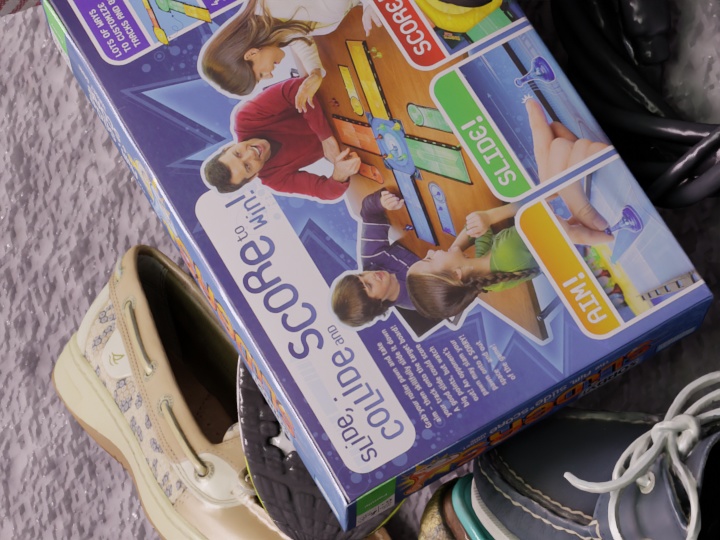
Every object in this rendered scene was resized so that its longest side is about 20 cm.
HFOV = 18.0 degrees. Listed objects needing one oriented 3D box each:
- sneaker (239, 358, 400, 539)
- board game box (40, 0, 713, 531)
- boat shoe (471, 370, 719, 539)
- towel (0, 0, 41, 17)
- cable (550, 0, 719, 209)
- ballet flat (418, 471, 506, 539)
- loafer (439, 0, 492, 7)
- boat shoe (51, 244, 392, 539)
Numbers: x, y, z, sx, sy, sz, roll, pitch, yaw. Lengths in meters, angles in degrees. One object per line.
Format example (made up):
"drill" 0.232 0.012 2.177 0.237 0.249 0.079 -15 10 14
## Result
"sneaker" 0.000 0.000 0.792 0.074 0.081 0.201 7 72 2
"board game box" 0.002 -0.036 0.732 0.135 0.034 0.200 -28 72 -10
"boat shoe" 0.112 0.072 0.683 0.200 0.062 0.075 20 55 41
"towel" -0.048 -0.133 0.796 0.146 0.200 0.030 -31 85 36
"cable" 0.120 -0.114 0.730 0.163 0.051 0.201 38 110 39
"ballet flat" 0.077 0.150 0.726 0.071 0.071 0.200 -56 50 21
"loafer" 0.052 -0.171 0.747 0.071 0.073 0.201 -43 30 42
"boat shoe" -0.049 0.061 0.844 0.200 0.073 0.063 38 112 40
